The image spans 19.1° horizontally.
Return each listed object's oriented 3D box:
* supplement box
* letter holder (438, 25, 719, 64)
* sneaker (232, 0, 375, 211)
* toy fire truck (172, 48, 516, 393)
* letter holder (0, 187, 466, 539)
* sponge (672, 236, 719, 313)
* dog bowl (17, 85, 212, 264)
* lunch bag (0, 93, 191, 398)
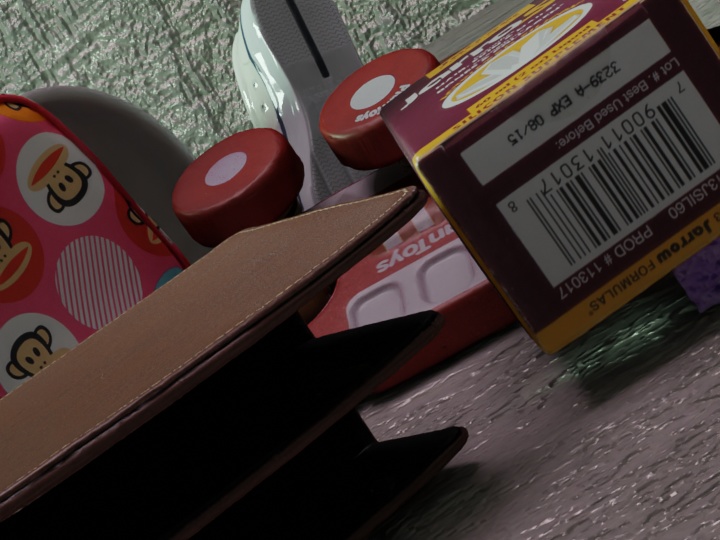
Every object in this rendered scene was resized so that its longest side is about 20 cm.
[{"bbox_3d":[0.079,-0.050,0.821,0.110,0.086,0.200,-35,9,2],"label":"supplement box"},{"bbox_3d":[0.131,-0.096,1.076,0.142,0.101,0.200,-32,8,-22],"label":"letter holder"},{"bbox_3d":[-0.014,-0.066,1.164,0.073,0.201,0.071,-14,-17,-18],"label":"sneaker"},{"bbox_3d":[0.000,0.000,1.005,0.199,0.112,0.168,-28,30,10],"label":"toy fire truck"},{"bbox_3d":[-0.054,0.069,0.705,0.200,0.101,0.142,-36,11,-31],"label":"letter holder"},{"bbox_3d":[0.187,-0.051,0.828,0.111,0.030,0.200,-29,9,26],"label":"sponge"},{"bbox_3d":[-0.150,0.011,1.114,0.079,0.201,0.200,-25,10,39],"label":"dog bowl"},{"bbox_3d":[-0.180,0.024,0.943,0.082,0.176,0.200,-19,29,52],"label":"lunch bag"}]
